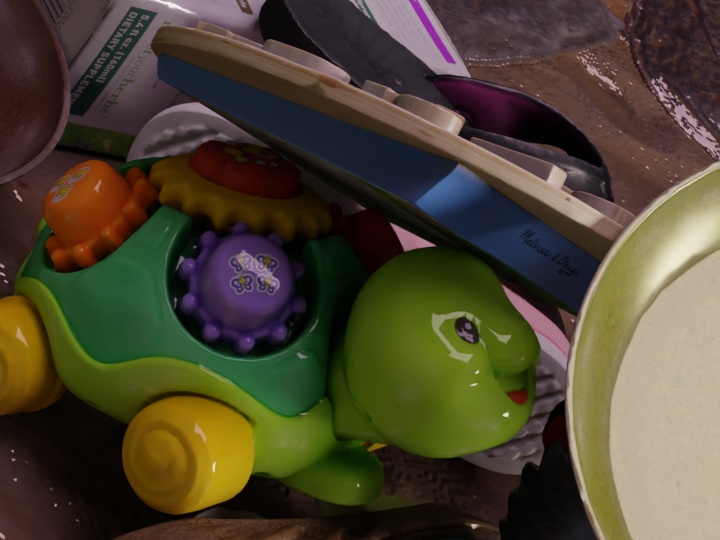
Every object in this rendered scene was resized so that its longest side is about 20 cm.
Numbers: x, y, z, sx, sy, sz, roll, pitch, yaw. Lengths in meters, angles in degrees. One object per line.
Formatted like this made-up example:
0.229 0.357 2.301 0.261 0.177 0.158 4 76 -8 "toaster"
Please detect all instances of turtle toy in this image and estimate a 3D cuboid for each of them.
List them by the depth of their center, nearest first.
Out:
-0.031 0.016 0.914 0.199 0.102 0.145 25 20 26 "turtle toy"

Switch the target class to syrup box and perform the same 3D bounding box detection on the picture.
-0.057 -0.094 1.111 0.199 0.079 0.082 10 40 -45 "syrup box"

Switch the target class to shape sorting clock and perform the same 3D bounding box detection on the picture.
0.021 -0.036 0.917 0.199 0.039 0.200 29 -2 1 "shape sorting clock"

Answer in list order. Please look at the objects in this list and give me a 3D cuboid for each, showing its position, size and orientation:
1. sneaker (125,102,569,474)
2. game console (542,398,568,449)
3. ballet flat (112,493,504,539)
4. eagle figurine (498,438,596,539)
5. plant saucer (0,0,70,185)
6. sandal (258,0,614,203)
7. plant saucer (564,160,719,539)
0.000 0.000 1.063 0.200 0.076 0.105 34 16 -3 "sneaker"
0.194 0.059 0.968 0.200 0.172 0.119 46 42 -21 "game console"
-0.012 0.104 0.918 0.199 0.068 0.072 0 28 -46 "ballet flat"
0.135 0.156 0.881 0.151 0.151 0.201 12 61 -33 "eagle figurine"
-0.198 -0.090 0.968 0.199 0.035 0.201 26 32 -18 "plant saucer"
0.048 -0.049 1.059 0.200 0.048 0.075 39 26 -15 "sandal"
0.155 0.056 0.834 0.199 0.031 0.201 5 64 -10 "plant saucer"
